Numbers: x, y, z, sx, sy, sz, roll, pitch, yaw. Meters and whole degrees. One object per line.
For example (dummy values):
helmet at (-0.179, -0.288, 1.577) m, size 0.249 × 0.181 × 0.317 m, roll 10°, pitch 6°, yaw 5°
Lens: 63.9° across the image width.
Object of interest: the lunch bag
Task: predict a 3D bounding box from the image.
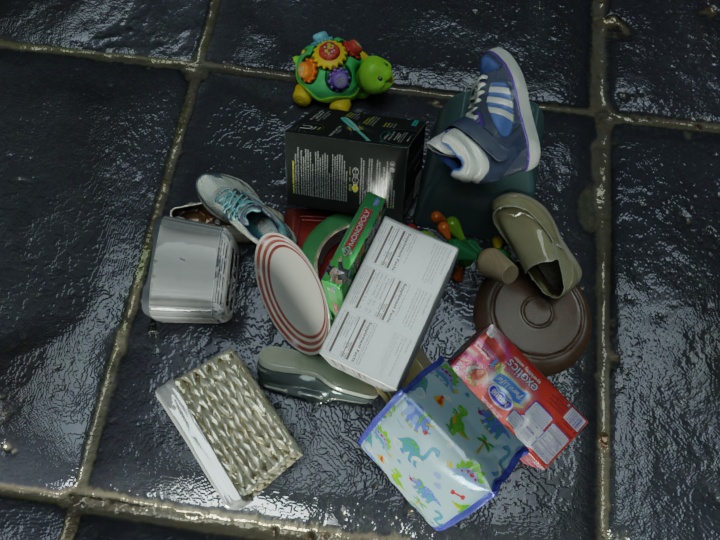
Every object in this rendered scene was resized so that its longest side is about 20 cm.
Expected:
lunch bag at (0.096, 0.245, 0.780) m, size 0.170 × 0.200 × 0.127 m, roll 46°, pitch 41°, yaw 17°

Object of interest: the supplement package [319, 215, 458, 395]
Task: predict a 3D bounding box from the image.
supplement package at (0.043, 0.057, 0.802) m, size 0.110 × 0.156 × 0.201 m, roll 24°, pitch 78°, yaw 10°

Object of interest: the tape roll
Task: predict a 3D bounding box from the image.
tape roll at (0.000, 0.000, 0.939) m, size 0.199 × 0.048 × 0.201 m, roll 0°, pitch 71°, yaw 1°

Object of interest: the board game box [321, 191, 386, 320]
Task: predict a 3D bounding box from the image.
board game box at (-0.004, -0.006, 0.810) m, size 0.029 × 0.200 × 0.135 m, roll 24°, pitch 72°, yaw 10°

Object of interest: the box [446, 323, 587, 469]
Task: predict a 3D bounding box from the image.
box at (0.225, 0.189, 0.876) m, size 0.100 × 0.096 × 0.200 m, roll -42°, pitch 82°, yaw -12°

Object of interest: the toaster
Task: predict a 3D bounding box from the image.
toaster at (-0.272, 0.011, 0.939) m, size 0.128 × 0.114 × 0.201 m, roll 4°, pitch 75°, yaw -1°

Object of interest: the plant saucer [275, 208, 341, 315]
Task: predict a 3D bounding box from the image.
plant saucer at (-0.040, -0.018, 0.990) m, size 0.198 × 0.037 × 0.201 m, roll 3°, pitch 72°, yaw 1°

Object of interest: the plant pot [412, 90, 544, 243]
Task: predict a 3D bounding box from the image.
plant pot at (0.208, -0.186, 0.961) m, size 0.195 × 0.200 × 0.197 m, roll 12°, pitch 70°, yaw 4°

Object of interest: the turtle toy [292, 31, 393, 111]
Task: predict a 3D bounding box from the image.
turtle toy at (-0.034, -0.373, 1.078) m, size 0.199 × 0.101 × 0.146 m, roll 18°, pitch 72°, yaw 6°

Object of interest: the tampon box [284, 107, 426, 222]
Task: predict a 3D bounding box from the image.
tampon box at (-0.007, -0.179, 0.954) m, size 0.199 × 0.127 × 0.150 m, roll 11°, pitch 32°, yaw 13°

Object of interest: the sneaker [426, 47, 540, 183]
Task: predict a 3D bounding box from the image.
sneaker at (0.160, -0.220, 0.824) m, size 0.146 × 0.081 × 0.201 m, roll -12°, pitch 77°, yaw -8°

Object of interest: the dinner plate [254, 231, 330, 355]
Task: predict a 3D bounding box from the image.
dinner plate at (-0.102, 0.034, 0.893) m, size 0.024 × 0.200 × 0.201 m, roll -24°, pitch 71°, yaw -33°

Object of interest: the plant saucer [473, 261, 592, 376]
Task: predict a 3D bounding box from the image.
plant saucer at (0.290, 0.073, 0.959) m, size 0.199 × 0.035 × 0.201 m, roll 0°, pitch 71°, yaw -1°

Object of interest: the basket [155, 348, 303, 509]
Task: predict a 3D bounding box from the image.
basket at (-0.185, 0.229, 0.852) m, size 0.123 × 0.136 × 0.200 m, roll -35°, pitch 75°, yaw -13°

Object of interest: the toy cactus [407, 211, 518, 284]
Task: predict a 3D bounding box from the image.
toy cactus at (0.177, -0.019, 0.909) m, size 0.199 × 0.165 × 0.103 m, roll 23°, pitch 101°, yaw -34°

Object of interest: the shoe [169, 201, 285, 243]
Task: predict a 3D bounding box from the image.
shoe at (-0.232, -0.088, 1.004) m, size 0.199 × 0.053 × 0.070 m, roll 1°, pitch 71°, yaw 1°

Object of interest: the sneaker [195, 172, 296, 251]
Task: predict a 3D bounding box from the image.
sneaker at (-0.187, -0.100, 0.942) m, size 0.200 × 0.086 × 0.078 m, roll 37°, pitch 84°, yaw 2°

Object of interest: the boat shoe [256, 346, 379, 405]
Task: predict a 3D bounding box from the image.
boat shoe at (-0.069, 0.178, 0.919) m, size 0.199 × 0.073 × 0.062 m, roll 16°, pitch 115°, yaw -1°

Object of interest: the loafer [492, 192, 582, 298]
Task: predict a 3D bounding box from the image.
loafer at (0.275, -0.036, 0.900) m, size 0.200 × 0.076 × 0.068 m, roll 46°, pitch 46°, yaw -13°

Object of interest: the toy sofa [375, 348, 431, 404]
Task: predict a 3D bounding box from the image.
toy sofa at (0.095, 0.203, 0.897) m, size 0.083 × 0.098 × 0.200 m, roll -41°, pitch 75°, yaw 12°
